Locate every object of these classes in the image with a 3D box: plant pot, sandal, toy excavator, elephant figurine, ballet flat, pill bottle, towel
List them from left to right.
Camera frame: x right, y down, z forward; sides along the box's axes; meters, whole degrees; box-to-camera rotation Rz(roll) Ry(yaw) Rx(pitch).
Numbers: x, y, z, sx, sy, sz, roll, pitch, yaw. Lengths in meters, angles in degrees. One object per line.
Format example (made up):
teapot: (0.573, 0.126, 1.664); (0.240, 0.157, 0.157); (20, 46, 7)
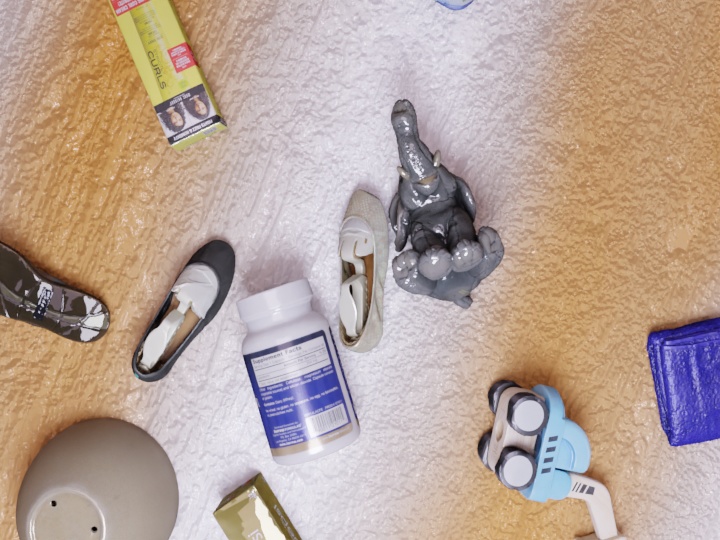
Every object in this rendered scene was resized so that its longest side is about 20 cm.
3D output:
sandal: (-0.405, 0.024, 1.051); (0.197, 0.055, 0.083); (25, 95, -14)
plant pot: (-0.328, 0.289, 1.004); (0.195, 0.134, 0.206); (0, 89, 0)
ballet flat: (-0.218, 0.053, 1.037); (0.067, 0.068, 0.203); (31, 90, 1)
pill bottle: (-0.079, 0.119, 1.013); (0.113, 0.116, 0.205); (-17, 89, 0)
ballet flat: (0.000, 0.000, 1.032); (0.066, 0.062, 0.206); (-3, 89, 32)
elephant figurine: (0.089, -0.076, 1.014); (0.139, 0.155, 0.204); (1, 59, -33)
toy excavator: (0.246, 0.247, 1.027); (0.195, 0.100, 0.199); (12, 91, -8)
towel: (0.465, 0.130, 1.042); (0.195, 0.050, 0.152); (-12, 89, 0)

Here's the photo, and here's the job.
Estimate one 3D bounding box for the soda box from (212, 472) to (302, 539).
soda box: (-0.100, 0.358, 1.034); (0.063, 0.068, 0.202); (-33, 89, 1)

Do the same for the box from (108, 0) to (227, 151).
box: (-0.241, -0.259, 1.049); (0.074, 0.050, 0.204); (-22, 89, 1)

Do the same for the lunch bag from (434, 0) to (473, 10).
lunch bag: (0.107, -0.434, 1.038); (0.199, 0.076, 0.161); (39, 88, 1)
